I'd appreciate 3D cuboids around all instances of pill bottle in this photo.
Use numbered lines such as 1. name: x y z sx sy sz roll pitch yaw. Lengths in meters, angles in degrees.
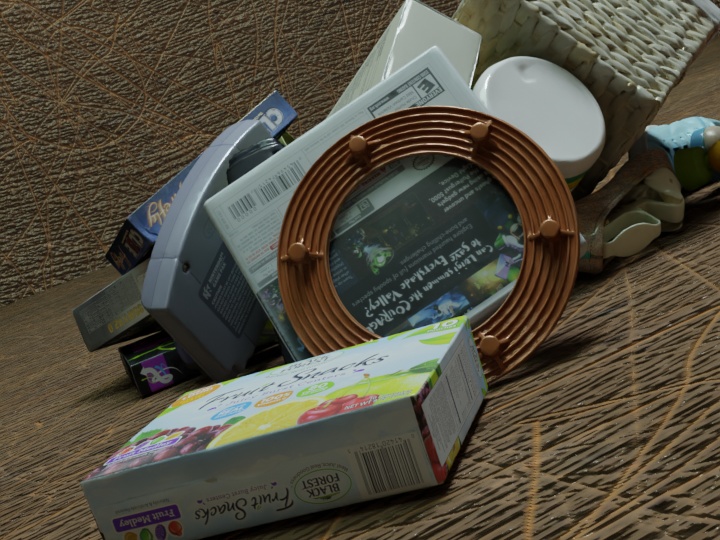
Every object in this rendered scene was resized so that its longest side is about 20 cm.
1. pill bottle: 0.110 -0.072 0.932 0.112 0.113 0.200 -24 -20 -32

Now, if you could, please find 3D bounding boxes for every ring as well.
1. ring: 0.040 -0.017 0.718 0.198 0.202 0.019 -18 -22 7

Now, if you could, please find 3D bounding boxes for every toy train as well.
1. toy train: 0.317 -0.099 0.952 0.115 0.085 0.199 -18 8 39

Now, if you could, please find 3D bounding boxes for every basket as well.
1. basket: 0.171 -0.183 0.994 0.161 0.198 0.200 -50 -3 -37

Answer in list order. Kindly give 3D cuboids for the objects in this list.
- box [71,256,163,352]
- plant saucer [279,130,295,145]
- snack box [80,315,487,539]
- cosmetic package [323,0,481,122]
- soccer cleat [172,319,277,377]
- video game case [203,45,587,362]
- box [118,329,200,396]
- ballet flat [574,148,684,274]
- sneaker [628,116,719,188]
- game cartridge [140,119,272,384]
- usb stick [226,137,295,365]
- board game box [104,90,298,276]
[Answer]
1. box: -0.164 0.007 1.115 0.199 0.049 0.158 -30 -7 30
2. plant saucer: -0.035 -0.067 1.204 0.031 0.200 0.200 -39 7 6
3. snack box: -0.036 0.091 0.634 0.198 0.054 0.142 -16 8 19
4. cosmetic package: 0.018 -0.120 0.938 0.200 0.071 0.106 -46 23 57
5. soccer cleat: -0.077 0.028 1.021 0.198 0.085 0.065 -21 8 -14
6. video game case: 0.019 -0.029 0.750 0.199 0.183 0.023 -34 -23 0
7. box: -0.137 0.061 1.112 0.198 0.036 0.143 -21 8 -15
8. ballet flat: 0.225 -0.045 0.923 0.067 0.069 0.199 14 36 40
9. sneaker: 0.319 -0.118 1.095 0.081 0.075 0.200 -17 9 33
10. game cartridge: -0.110 -0.021 0.947 0.040 0.134 0.201 2 54 30
11. usb stick: -0.047 0.001 0.786 0.055 0.202 0.033 -27 -22 20
12. board game box: -0.157 -0.082 1.096 0.200 0.035 0.135 -45 4 -25
